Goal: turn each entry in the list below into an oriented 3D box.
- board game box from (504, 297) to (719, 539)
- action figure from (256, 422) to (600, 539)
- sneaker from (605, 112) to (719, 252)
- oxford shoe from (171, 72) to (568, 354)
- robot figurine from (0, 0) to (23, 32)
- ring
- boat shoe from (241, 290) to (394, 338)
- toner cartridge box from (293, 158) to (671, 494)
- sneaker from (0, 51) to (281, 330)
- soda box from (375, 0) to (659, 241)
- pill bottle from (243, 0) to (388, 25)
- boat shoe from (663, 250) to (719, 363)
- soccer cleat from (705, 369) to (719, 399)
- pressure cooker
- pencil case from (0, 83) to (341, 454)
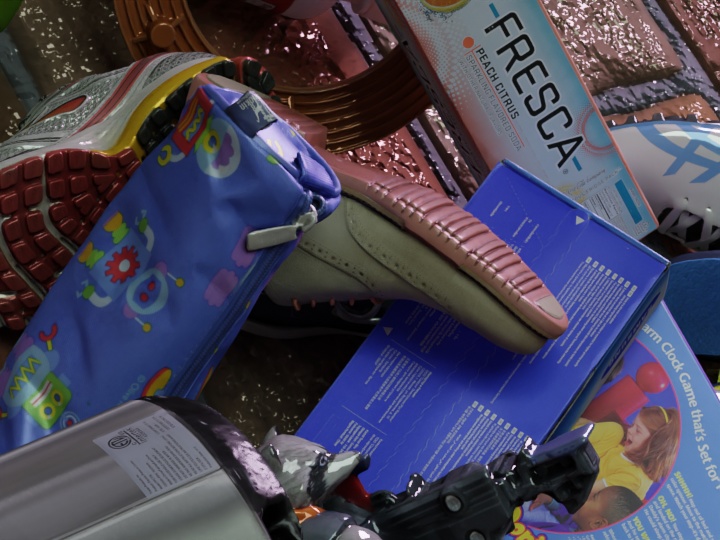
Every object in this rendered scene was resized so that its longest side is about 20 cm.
[{"bbox_3d":[0.114,0.111,1.184,0.134,0.045,0.201,-24,68,-8],"label":"board game box"},{"bbox_3d":[0.019,0.143,1.044,0.194,0.200,0.104,56,29,2],"label":"action figure"},{"bbox_3d":[0.202,-0.021,1.351,0.199,0.072,0.073,23,56,-8],"label":"sneaker"},{"bbox_3d":[-0.002,-0.010,1.147,0.199,0.074,0.071,32,11,15],"label":"oxford shoe"},{"bbox_3d":[-0.242,-0.123,1.155,0.199,0.116,0.176,-22,77,-37],"label":"robot figurine"},{"bbox_3d":[-0.023,-0.151,1.258,0.199,0.202,0.019,12,15,-20],"label":"ring"},{"bbox_3d":[0.000,0.000,1.231,0.199,0.062,0.075,18,52,-15],"label":"boat shoe"},{"bbox_3d":[0.046,0.056,1.162,0.095,0.043,0.200,33,72,14],"label":"toner cartridge box"},{"bbox_3d":[-0.132,-0.038,1.191,0.199,0.078,0.082,-30,30,-28],"label":"sneaker"},{"bbox_3d":[0.067,-0.092,1.256,0.063,0.068,0.201,-32,113,-4],"label":"soda box"},{"bbox_3d":[-0.056,-0.195,1.309,0.199,0.112,0.113,19,50,-15],"label":"pill bottle"},{"bbox_3d":[0.240,0.016,1.297,0.198,0.085,0.069,13,6,11],"label":"boat shoe"},{"bbox_3d":[0.211,0.075,1.290,0.199,0.065,0.084,-3,46,-32],"label":"soccer cleat"},{"bbox_3d":[-0.124,0.154,0.970,0.199,0.176,0.180,-22,90,-27],"label":"pressure cooker"},{"bbox_3d":[-0.085,0.017,1.086,0.078,0.201,0.087,29,9,-45],"label":"pencil case"}]
